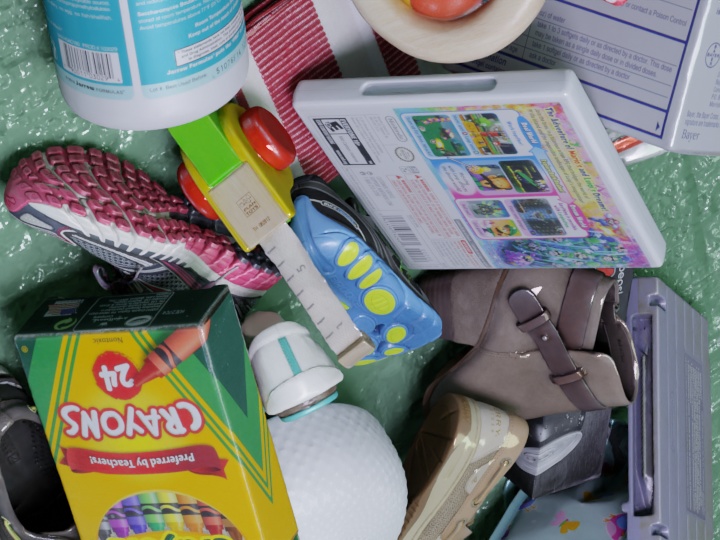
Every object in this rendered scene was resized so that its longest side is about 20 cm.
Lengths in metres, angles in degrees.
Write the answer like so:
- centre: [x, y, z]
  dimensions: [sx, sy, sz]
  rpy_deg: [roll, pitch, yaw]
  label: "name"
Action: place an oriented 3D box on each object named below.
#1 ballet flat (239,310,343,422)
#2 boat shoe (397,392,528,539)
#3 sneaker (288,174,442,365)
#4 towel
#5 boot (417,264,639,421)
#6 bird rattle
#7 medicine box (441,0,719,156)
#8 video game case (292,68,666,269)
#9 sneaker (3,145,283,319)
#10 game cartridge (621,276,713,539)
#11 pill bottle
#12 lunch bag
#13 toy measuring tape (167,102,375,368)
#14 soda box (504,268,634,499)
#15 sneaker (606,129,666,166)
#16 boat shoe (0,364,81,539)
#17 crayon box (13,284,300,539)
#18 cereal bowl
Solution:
- centre: [-0.053, 0.055, 1.496]
  dimensions: [0.069, 0.200, 0.070]
  rpy_deg: [0, 87, -10]
  label: "ballet flat"
- centre: [0.049, 0.167, 1.650]
  dimensions: [0.064, 0.072, 0.200]
  rpy_deg: [13, 133, -22]
  label: "boat shoe"
- centre: [0.000, 0.000, 1.549]
  dimensions: [0.070, 0.083, 0.200]
  rpy_deg: [-20, 149, 10]
  label: "sneaker"
- centre: [0.005, -0.143, 1.509]
  dimensions: [0.200, 0.023, 0.145]
  rpy_deg: [-38, 135, -14]
  label: "towel"
- centre: [0.118, 0.075, 1.637]
  dimensions: [0.070, 0.145, 0.201]
  rpy_deg: [-56, 142, -46]
  label: "boot"
- centre: [0.066, -0.199, 1.414]
  dimensions: [0.164, 0.199, 0.113]
  rpy_deg: [-60, 178, 22]
  label: "bird rattle"
- centre: [0.169, -0.191, 1.478]
  dimensions: [0.103, 0.181, 0.201]
  rpy_deg: [0, 109, -51]
  label: "medicine box"
- centre: [0.077, -0.059, 1.499]
  dimensions: [0.200, 0.181, 0.024]
  rpy_deg: [54, 43, -51]
  label: "video game case"
- centre: [-0.132, -0.009, 1.436]
  dimensions: [0.199, 0.081, 0.075]
  rpy_deg: [26, 113, -42]
  label: "sneaker"
- centre: [0.222, 0.118, 1.740]
  dimensions: [0.130, 0.038, 0.202]
  rpy_deg: [38, 50, -63]
  label: "game cartridge"
- centre: [-0.124, -0.186, 1.314]
  dimensions: [0.110, 0.111, 0.201]
  rpy_deg: [-25, 129, -26]
  label: "pill bottle"
- centre: [0.166, 0.230, 1.787]
  dimensions: [0.201, 0.121, 0.171]
  rpy_deg: [-61, 147, -44]
  label: "lunch bag"
- centre: [-0.051, -0.033, 1.443]
  dimensions: [0.073, 0.074, 0.201]
  rpy_deg: [-36, 89, -17]
  label: "toy measuring tape"
- centre: [0.140, 0.056, 1.706]
  dimensions: [0.070, 0.063, 0.201]
  rpy_deg: [-14, 122, -33]
  label: "soda box"
- centre: [0.124, -0.095, 1.616]
  dimensions: [0.199, 0.077, 0.082]
  rpy_deg: [-20, 95, -22]
  label: "sneaker"
- centre: [-0.194, 0.143, 1.485]
  dimensions: [0.072, 0.060, 0.202]
  rpy_deg: [-40, 133, -14]
  label: "boat shoe"
- centre: [-0.114, 0.111, 1.430]
  dimensions: [0.051, 0.126, 0.201]
  rpy_deg: [-56, 136, -55]
  label: "crayon box"
- centre: [-0.049, 0.182, 1.568]
  dimensions: [0.199, 0.083, 0.201]
  rpy_deg: [-27, 150, -17]
  label: "cereal bowl"
